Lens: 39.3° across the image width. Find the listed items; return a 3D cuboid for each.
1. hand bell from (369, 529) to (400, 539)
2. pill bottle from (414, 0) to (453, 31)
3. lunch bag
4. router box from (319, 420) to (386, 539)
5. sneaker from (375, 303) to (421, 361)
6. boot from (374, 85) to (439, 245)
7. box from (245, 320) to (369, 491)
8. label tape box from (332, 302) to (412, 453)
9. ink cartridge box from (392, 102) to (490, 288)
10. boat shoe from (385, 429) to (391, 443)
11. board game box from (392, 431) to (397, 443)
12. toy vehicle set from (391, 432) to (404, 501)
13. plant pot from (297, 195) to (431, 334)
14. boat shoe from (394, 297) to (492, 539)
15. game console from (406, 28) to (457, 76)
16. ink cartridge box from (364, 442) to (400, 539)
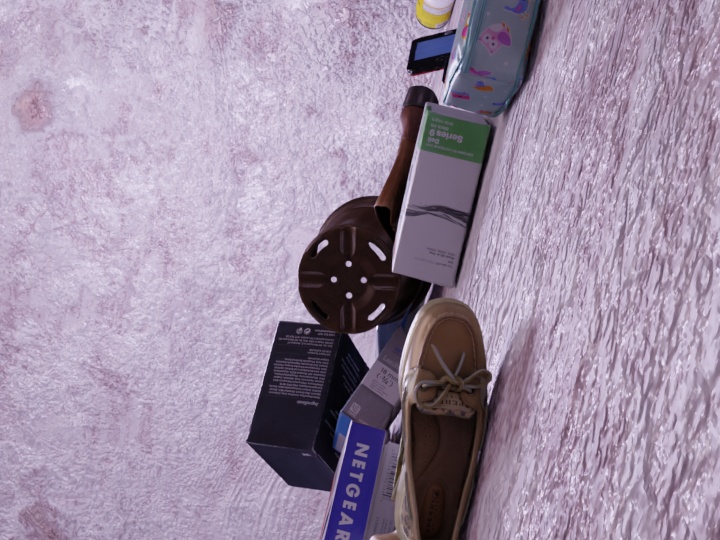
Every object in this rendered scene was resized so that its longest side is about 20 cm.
[{"bbox_3d":[0.048,0.204,0.850,0.104,0.103,0.203,106,-171,-79],"label":"hand bell"},{"bbox_3d":[0.228,-0.816,3.019,0.200,0.110,0.115,105,178,-72],"label":"pill bottle"},{"bbox_3d":[0.139,-0.258,1.057,0.200,0.075,0.164,107,176,-84],"label":"lunch bag"},{"bbox_3d":[-0.022,0.325,1.287,0.181,0.048,0.203,104,180,-52],"label":"router box"},{"bbox_3d":[0.053,0.117,1.634,0.071,0.071,0.204,-92,14,-75],"label":"sneaker"},{"bbox_3d":[0.087,-0.124,1.417,0.189,0.067,0.204,62,-140,-61],"label":"boot"},{"bbox_3d":[-0.071,0.213,1.559,0.198,0.115,0.203,62,-144,-56],"label":"box"},{"bbox_3d":[0.040,0.169,1.463,0.201,0.063,0.145,-54,-11,-27],"label":"label tape box"},{"bbox_3d":[0.098,-0.098,1.260,0.146,0.082,0.204,-77,-1,-77],"label":"ink cartridge box"},{"bbox_3d":[0.025,0.281,1.715,0.066,0.073,0.200,-62,1,-11],"label":"boat shoe"},{"bbox_3d":[0.018,0.347,1.584,0.202,0.038,0.160,104,179,-49],"label":"board game box"},{"bbox_3d":[0.072,0.159,1.117,0.202,0.026,0.126,103,179,-52],"label":"toy vehicle set"},{"bbox_3d":[0.000,0.000,1.481,0.198,0.196,0.204,-35,-40,-75],"label":"plant pot"},{"bbox_3d":[0.065,0.124,0.771,0.063,0.072,0.205,-143,55,-83],"label":"boat shoe"},{"bbox_3d":[0.164,-0.476,1.944,0.201,0.169,0.121,-77,-26,-60],"label":"game console"},{"bbox_3d":[0.021,0.340,1.354,0.200,0.043,0.202,106,177,-76],"label":"ink cartridge box"}]
